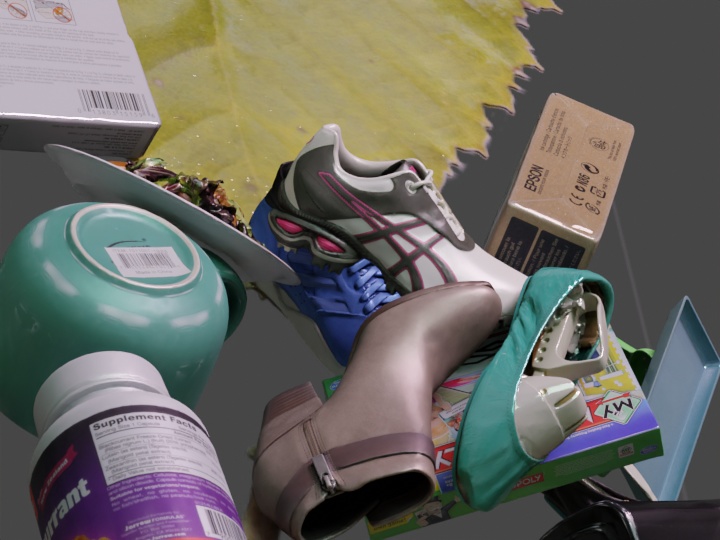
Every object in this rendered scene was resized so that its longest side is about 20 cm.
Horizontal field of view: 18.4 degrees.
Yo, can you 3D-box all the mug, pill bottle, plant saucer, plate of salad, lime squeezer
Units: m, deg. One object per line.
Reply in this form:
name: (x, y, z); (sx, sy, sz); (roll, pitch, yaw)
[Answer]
mug: (-0.158, 0.020, 1.442); (0.152, 0.114, 0.185); (25, 31, 0)
pill bottle: (-0.130, 0.141, 1.285); (0.111, 0.111, 0.200); (7, 35, -27)
plant saucer: (0.226, 0.102, 1.632); (0.070, 0.019, 0.200); (60, 32, -22)
plate of salad: (-0.125, -0.046, 1.538); (0.200, 0.048, 0.200); (28, -8, 4)
lime squeezer: (0.202, 0.087, 1.671); (0.071, 0.038, 0.200); (19, 34, -16)

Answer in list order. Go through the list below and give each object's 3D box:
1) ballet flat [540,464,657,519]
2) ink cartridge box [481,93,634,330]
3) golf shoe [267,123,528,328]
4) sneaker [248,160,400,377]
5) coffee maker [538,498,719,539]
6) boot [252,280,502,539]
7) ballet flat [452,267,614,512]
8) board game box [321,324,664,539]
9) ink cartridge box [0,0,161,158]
ballet flat: (0.133, 0.130, 1.526); (0.200, 0.068, 0.068); (34, 8, 11)
ink cartridge box: (0.129, -0.015, 1.649); (0.075, 0.165, 0.200); (24, 30, 2)
golf shoe: (0.039, -0.024, 1.509); (0.200, 0.088, 0.077); (23, 16, -1)
sneaker: (-0.001, 0.000, 1.587); (0.077, 0.111, 0.200); (-12, 47, -45)
coffee maker: (0.214, 0.193, 1.427); (0.200, 0.135, 0.192); (1, 42, -32)
boot: (0.021, 0.096, 1.416); (0.070, 0.200, 0.146); (56, 3, -31)
ballet flat: (0.118, 0.069, 1.426); (0.067, 0.070, 0.200); (58, 40, -32)
board game box: (0.085, 0.098, 1.484); (0.200, 0.029, 0.135); (-16, 40, -3)
ink cartridge box: (-0.266, -0.169, 1.680); (0.200, 0.044, 0.174); (2, 52, -33)
